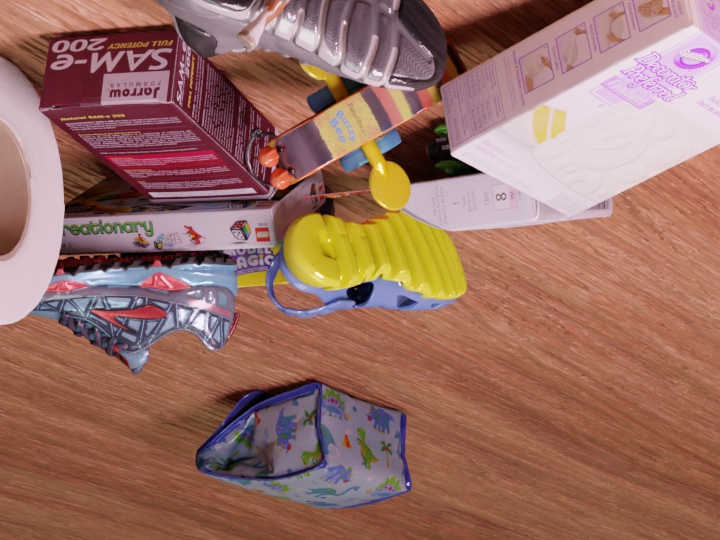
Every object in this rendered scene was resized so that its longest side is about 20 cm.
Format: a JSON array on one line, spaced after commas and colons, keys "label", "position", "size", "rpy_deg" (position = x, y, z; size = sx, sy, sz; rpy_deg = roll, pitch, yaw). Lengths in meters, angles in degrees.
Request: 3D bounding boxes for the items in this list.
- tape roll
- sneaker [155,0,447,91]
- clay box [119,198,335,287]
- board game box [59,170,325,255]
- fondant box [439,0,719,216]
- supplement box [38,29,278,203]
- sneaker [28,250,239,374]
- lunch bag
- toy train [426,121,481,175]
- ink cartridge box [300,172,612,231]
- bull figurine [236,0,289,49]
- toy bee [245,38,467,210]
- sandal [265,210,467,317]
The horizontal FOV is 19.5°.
[{"label": "tape roll", "position": [-0.296, -0.058, 1.552], "size": [0.070, 0.204, 0.202], "rpy_deg": [-4, 160, 21]}, {"label": "sneaker", "position": [-0.047, -0.165, 1.396], "size": [0.199, 0.075, 0.115], "rpy_deg": [22, 161, -19]}, {"label": "clay box", "position": [-0.121, -0.020, 1.752], "size": [0.199, 0.048, 0.115], "rpy_deg": [-4, -165, 2]}, {"label": "board game box", "position": [-0.142, -0.048, 1.707], "size": [0.199, 0.035, 0.126], "rpy_deg": [-2, -163, 18]}, {"label": "fondant box", "position": [0.175, -0.119, 1.421], "size": [0.199, 0.059, 0.144], "rpy_deg": [-28, 147, 32]}, {"label": "supplement box", "position": [-0.147, -0.112, 1.575], "size": [0.108, 0.061, 0.200], "rpy_deg": [-1, 162, 19]}, {"label": "sneaker", "position": [-0.195, 0.037, 1.661], "size": [0.199, 0.096, 0.079], "rpy_deg": [-4, -175, 2]}, {"label": "lunch bag", "position": [-0.067, 0.214, 2.446], "size": [0.199, 0.128, 0.170], "rpy_deg": [-22, 150, 35]}, {"label": "toy train", "position": [0.145, -0.099, 1.588], "size": [0.199, 0.042, 0.056], "rpy_deg": [-6, 170, 28]}, {"label": "ink cartridge box", "position": [0.078, -0.051, 1.654], "size": [0.199, 0.057, 0.162], "rpy_deg": [-11, 178, 27]}, {"label": "bull figurine", "position": [-0.030, -0.203, 1.205], "size": [0.065, 0.122, 0.200], "rpy_deg": [42, 166, 0]}, {"label": "toy bee", "position": [-0.017, -0.090, 1.483], "size": [0.200, 0.131, 0.109], "rpy_deg": [-51, 173, 32]}, {"label": "sandal", "position": [0.000, 0.000, 1.673], "size": [0.199, 0.080, 0.087], "rpy_deg": [7, 147, -40]}]
